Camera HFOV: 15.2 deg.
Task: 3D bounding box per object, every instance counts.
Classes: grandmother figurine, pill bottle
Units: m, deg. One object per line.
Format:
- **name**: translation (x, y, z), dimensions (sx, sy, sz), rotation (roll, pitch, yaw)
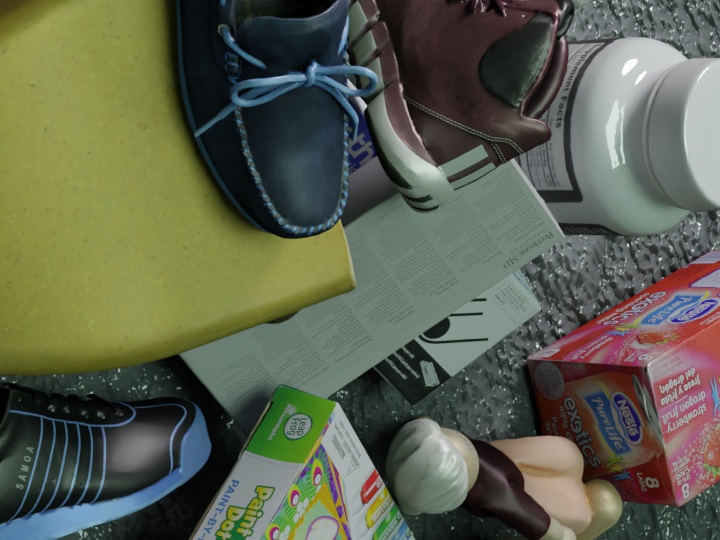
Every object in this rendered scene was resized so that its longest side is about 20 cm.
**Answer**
- **grandmother figurine**: translation (0.071, 0.115, 1.516), dimensions (0.200, 0.121, 0.061), rotation (18, 96, -61)
- **pill bottle**: translation (0.128, -0.074, 1.507), dimensions (0.111, 0.200, 0.111), rotation (-2, 92, -45)

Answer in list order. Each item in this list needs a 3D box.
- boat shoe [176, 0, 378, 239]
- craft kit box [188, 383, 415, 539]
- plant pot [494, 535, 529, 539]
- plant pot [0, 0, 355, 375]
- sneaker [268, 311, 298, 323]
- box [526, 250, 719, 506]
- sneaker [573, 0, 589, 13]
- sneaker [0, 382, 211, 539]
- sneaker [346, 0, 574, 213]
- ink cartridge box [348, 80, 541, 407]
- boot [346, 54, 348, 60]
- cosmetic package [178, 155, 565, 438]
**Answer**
- **boat shoe**: translation (-0.043, -0.107, 1.170), dimensions (0.084, 0.069, 0.201), rotation (-26, 109, -29)
- **craft kit box**: translation (-0.042, 0.196, 1.417), dimensions (0.198, 0.048, 0.200), rotation (-58, 145, -23)
- **plant pot**: translation (0.139, 0.265, 1.518), dimensions (0.200, 0.173, 0.201), rotation (-20, 115, -52)
- **plant pot**: translation (-0.156, -0.046, 1.249), dimensions (0.200, 0.194, 0.196), rotation (-29, 110, -34)
- **sneaker**: translation (-0.065, -0.077, 1.342), dimensions (0.090, 0.067, 0.201), rotation (13, 77, -64)
- **box**: translation (0.207, 0.063, 1.657), dimensions (0.200, 0.100, 0.096), rotation (-27, 109, -41)
- **sneaker**: translation (0.091, -0.182, 1.539), dimensions (0.076, 0.080, 0.200), rotation (-49, 167, 12)
- **sneaker**: translation (-0.157, 0.086, 1.325), dimensions (0.200, 0.070, 0.078), rotation (-22, 112, -41)
- **sneaker**: translation (0.047, -0.135, 1.363), dimensions (0.076, 0.115, 0.201), rotation (43, 27, -68)
- **ink cartridge box**: translation (0.004, -0.020, 1.463), dimensions (0.094, 0.044, 0.200), rotation (-38, 126, 9)
- **boot**: translation (-0.036, -0.214, 1.436), dimensions (0.182, 0.073, 0.200), rotation (-38, 110, -22)
- **cosmetic package**: translation (0.000, 0.000, 1.413), dimensions (0.200, 0.051, 0.083), rotation (-34, 119, 5)
